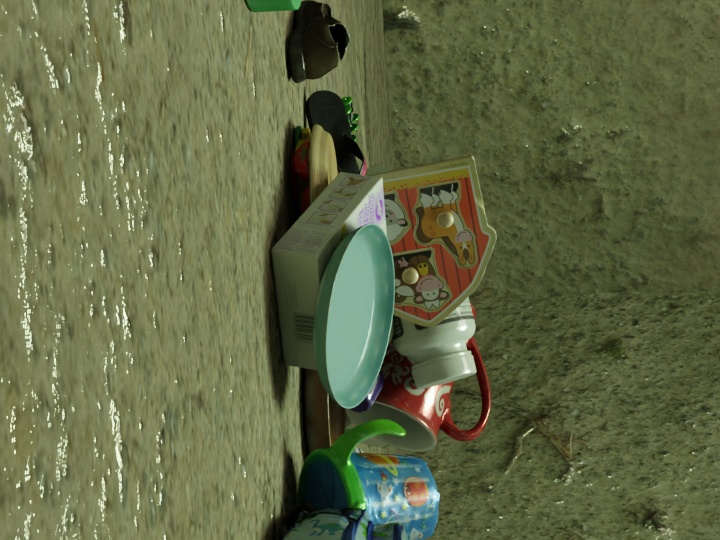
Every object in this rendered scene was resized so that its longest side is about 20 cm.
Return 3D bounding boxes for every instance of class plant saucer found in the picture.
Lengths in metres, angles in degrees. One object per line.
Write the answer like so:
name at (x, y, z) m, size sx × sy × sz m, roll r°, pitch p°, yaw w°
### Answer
plant saucer at (-0.009, 0.048, 1.489) m, size 0.200 × 0.027 × 0.203 m, roll 9°, pitch 90°, yaw -70°
plant saucer at (-0.046, 0.173, 1.730) m, size 0.200 × 0.036 × 0.203 m, roll -2°, pitch 90°, yaw -85°

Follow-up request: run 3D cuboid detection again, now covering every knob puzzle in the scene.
knob puzzle at (0.068, -0.023, 1.651) m, size 0.031 × 0.216 × 0.223 m, roll -83°, pitch 170°, yaw -71°

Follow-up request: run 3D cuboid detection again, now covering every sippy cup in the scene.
sippy cup at (0.014, 0.264, 1.545) m, size 0.178 × 0.129 × 0.141 m, roll -54°, pitch -134°, yaw 47°

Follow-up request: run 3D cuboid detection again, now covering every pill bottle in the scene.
pill bottle at (0.086, 0.045, 1.763) m, size 0.111 × 0.109 × 0.203 m, roll 58°, pitch 18°, yaw -81°

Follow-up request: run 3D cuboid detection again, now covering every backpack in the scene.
backpack at (-0.016, 0.331, 1.356) m, size 0.200 × 0.145 × 0.186 m, roll 7°, pitch 77°, yaw -82°

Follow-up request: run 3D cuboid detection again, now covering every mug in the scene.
mug at (0.090, 0.138, 1.871) m, size 0.133 × 0.177 × 0.202 m, roll -19°, pitch -139°, yaw 53°

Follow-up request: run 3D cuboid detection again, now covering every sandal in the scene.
sandal at (-0.026, -0.145, 1.784) m, size 0.045 × 0.074 × 0.203 m, roll -30°, pitch -110°, yaw 57°

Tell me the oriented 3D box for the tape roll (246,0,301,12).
tape roll at (-0.091, -0.360, 1.356) m, size 0.200 × 0.047 × 0.203 m, roll -2°, pitch 90°, yaw -85°

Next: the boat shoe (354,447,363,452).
boat shoe at (0.029, 0.313, 1.725) m, size 0.074 × 0.066 × 0.202 m, roll 97°, pitch -20°, yaw -57°

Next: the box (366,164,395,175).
box at (0.038, -0.063, 1.928) m, size 0.200 × 0.097 × 0.126 m, roll 29°, pitch -41°, yaw 64°

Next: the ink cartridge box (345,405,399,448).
ink cartridge box at (0.028, 0.141, 1.989) m, size 0.145 × 0.086 × 0.202 m, roll 131°, pitch -30°, yaw -67°

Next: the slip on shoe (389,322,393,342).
slip on shoe at (0.000, 0.000, 1.723) m, size 0.061 × 0.073 × 0.203 m, roll 11°, pitch -71°, yaw 55°

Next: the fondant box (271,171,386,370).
fondant box at (-0.029, -0.002, 1.536) m, size 0.200 × 0.058 × 0.146 m, roll -54°, pitch 145°, yaw -54°

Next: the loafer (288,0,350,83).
loafer at (-0.047, -0.286, 1.719) m, size 0.201 × 0.070 × 0.074 m, roll -84°, pitch 171°, yaw -59°

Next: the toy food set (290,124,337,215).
toy food set at (-0.055, -0.077, 1.663) m, size 0.198 × 0.048 × 0.203 m, roll -81°, pitch 167°, yaw -70°

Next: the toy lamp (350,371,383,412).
toy lamp at (0.010, 0.103, 1.788) m, size 0.201 × 0.057 × 0.059 m, roll -78°, pitch 166°, yaw -50°

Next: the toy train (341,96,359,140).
toy train at (-0.037, -0.179, 1.897) m, size 0.201 × 0.056 × 0.042 m, roll -85°, pitch 156°, yaw -54°
